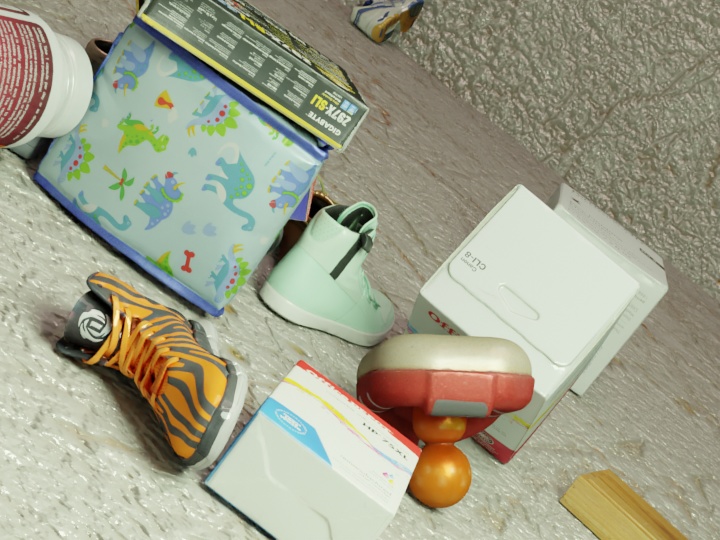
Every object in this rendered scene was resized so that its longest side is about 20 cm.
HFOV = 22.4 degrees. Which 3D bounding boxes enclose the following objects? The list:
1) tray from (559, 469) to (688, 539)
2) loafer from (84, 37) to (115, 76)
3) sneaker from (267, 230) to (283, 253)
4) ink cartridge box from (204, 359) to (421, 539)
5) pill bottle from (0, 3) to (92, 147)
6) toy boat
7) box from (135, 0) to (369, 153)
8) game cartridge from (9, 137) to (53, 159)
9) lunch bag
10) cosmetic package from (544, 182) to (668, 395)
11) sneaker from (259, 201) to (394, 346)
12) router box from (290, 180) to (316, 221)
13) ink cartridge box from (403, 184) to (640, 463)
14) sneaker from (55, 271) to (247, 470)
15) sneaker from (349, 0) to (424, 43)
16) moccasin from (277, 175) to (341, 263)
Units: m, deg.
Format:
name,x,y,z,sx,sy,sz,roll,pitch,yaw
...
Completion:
name,x,y,z,sx,sy,sz,roll,pitch,yaw
tray,0.283,0.265,1.694,0.200,0.037,0.098,43,15,20
loafer,-0.150,-0.165,1.604,0.198,0.063,0.072,4,33,-9
sneaker,-0.126,-0.083,1.734,0.200,0.079,0.095,46,14,32
ink cartridge box,-0.026,0.133,1.281,0.116,0.067,0.200,37,13,0
pill bottle,-0.305,-0.155,1.412,0.113,0.113,0.199,44,20,28
toy boat,0.063,0.123,1.450,0.129,0.132,0.200,3,-8,-6
box,-0.093,-0.187,1.506,0.199,0.049,0.160,33,12,-17
game cartridge,-0.322,-0.163,1.599,0.133,0.042,0.200,37,13,-18
lunch bag,-0.147,-0.090,1.502,0.199,0.171,0.127,34,9,-4
cosmetic package,0.252,0.018,2.166,0.164,0.165,0.200,37,13,-1
sneaker,0.000,0.000,1.687,0.074,0.119,0.200,41,13,27
router box,-0.131,-0.125,1.654,0.198,0.049,0.180,9,32,-1
ink cartridge box,0.135,0.051,1.622,0.145,0.145,0.200,40,-20,9
sneaker,-0.147,0.065,1.219,0.112,0.078,0.200,27,5,-21
sneaker,0.053,-0.511,3.564,0.088,0.076,0.200,33,30,16
moccasin,-0.048,-0.050,1.817,0.073,0.078,0.201,35,13,-8
